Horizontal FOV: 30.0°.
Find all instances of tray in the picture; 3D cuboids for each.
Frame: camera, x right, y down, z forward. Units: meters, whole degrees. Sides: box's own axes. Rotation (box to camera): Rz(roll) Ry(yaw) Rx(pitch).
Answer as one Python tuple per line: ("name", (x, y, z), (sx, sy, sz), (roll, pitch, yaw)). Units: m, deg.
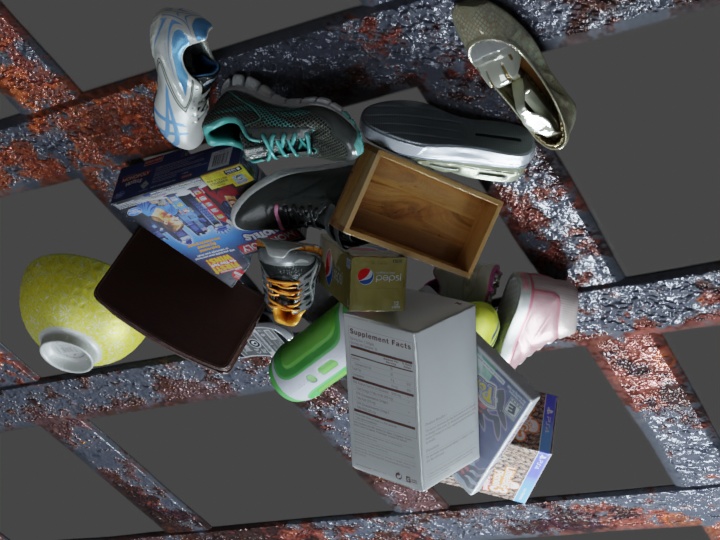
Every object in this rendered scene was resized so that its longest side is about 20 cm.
("tray", (0.066, -0.066, 1.526), (0.199, 0.099, 0.037), (19, -172, -37))

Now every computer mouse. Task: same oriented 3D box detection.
("computer mouse", (-0.166, 0.091, 1.901), (0.199, 0.044, 0.110), (-7, 135, 35))

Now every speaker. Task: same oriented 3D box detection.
("speaker", (-0.037, 0.098, 1.730), (0.088, 0.089, 0.200), (30, 138, -21))

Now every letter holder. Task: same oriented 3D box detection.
("letter holder", (-0.247, 0.062, 1.766), (0.199, 0.143, 0.101), (30, 140, -1))

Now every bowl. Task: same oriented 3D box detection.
("bowl", (-0.402, 0.079, 1.905), (0.198, 0.108, 0.201), (9, 143, 7))

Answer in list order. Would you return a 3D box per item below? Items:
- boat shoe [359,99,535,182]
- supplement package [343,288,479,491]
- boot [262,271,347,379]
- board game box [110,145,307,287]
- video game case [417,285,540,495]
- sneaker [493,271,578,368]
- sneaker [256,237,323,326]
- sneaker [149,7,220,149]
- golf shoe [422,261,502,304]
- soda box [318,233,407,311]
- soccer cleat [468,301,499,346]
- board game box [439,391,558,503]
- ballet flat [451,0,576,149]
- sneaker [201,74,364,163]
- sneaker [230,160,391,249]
("boat shoe", (0.094, -0.136, 1.491), (0.198, 0.072, 0.062), (12, 139, -2))
("supplement package", (0.062, 0.139, 1.600), (0.117, 0.116, 0.202), (12, 113, 41))
("boot", (-0.062, 0.060, 1.819), (0.130, 0.070, 0.201), (12, 136, 13))
("board game box", (-0.170, -0.068, 1.674), (0.198, 0.062, 0.200), (-13, 138, 28))
("video game case", (0.110, 0.149, 1.657), (0.200, 0.023, 0.183), (44, 131, 22))
("sneaker", (0.217, 0.082, 1.709), (0.104, 0.076, 0.201), (3, 136, -17))
("sneaker", (-0.085, 0.012, 1.613), (0.077, 0.078, 0.200), (9, 166, 8))
("sneaker", (-0.190, -0.204, 1.491), (0.072, 0.072, 0.201), (21, 145, 15))
("golf shoe", (0.119, 0.052, 1.741), (0.091, 0.076, 0.201), (20, 136, 4))
("soda box", (0.000, 0.000, 1.601), (0.067, 0.065, 0.200), (0, -170, -12))
("soccer cleat", (0.132, 0.119, 1.684), (0.064, 0.084, 0.201), (11, 137, -6))
("board game box", (0.167, 0.237, 1.938), (0.198, 0.097, 0.160), (14, 144, 1))
("ballet flat", (0.164, -0.201, 1.391), (0.067, 0.063, 0.200), (-21, 131, 37))
("sneaker", (-0.090, -0.147, 1.474), (0.199, 0.091, 0.078), (18, 141, 29))
("sneaker", (-0.052, -0.067, 1.554), (0.198, 0.100, 0.071), (-14, 134, 1))
